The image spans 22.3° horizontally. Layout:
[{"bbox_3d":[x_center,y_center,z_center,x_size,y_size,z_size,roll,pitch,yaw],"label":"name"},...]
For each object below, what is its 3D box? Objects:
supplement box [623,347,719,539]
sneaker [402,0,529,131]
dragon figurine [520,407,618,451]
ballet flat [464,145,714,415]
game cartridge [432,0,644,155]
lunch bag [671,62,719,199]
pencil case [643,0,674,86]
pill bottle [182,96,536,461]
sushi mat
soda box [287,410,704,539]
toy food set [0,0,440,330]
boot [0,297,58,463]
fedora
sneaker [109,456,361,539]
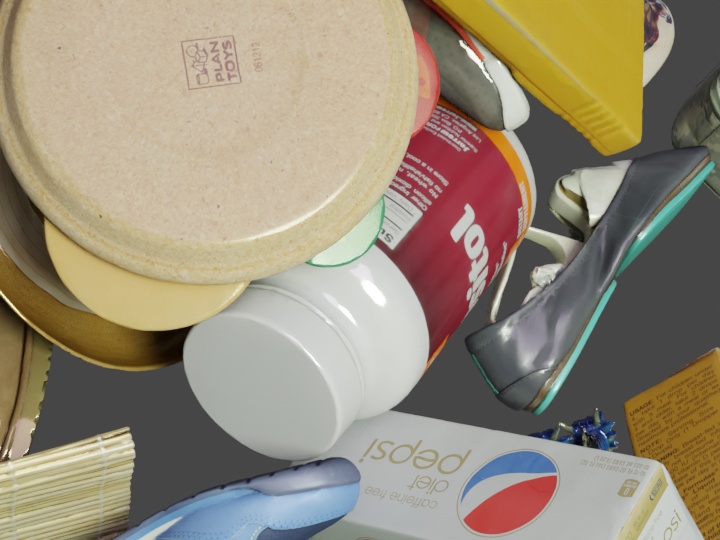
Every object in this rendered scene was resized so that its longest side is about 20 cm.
[{"bbox_3d":[0.186,0.128,0.894,0.067,0.069,0.200,43,21,-27],"label":"supplement box"},{"bbox_3d":[-0.003,-0.129,0.905,0.200,0.077,0.082,44,98,-1],"label":"sneaker"},{"bbox_3d":[0.113,0.137,0.893,0.059,0.200,0.100,-27,102,14],"label":"dragon figurine"},{"bbox_3d":[0.121,-0.013,0.996,0.073,0.073,0.200,38,65,2],"label":"ballet flat"},{"bbox_3d":[0.077,-0.177,0.896,0.200,0.032,0.177,37,47,-41],"label":"game cartridge"},{"bbox_3d":[0.302,-0.082,1.021,0.200,0.168,0.139,45,63,5],"label":"lunch bag"},{"bbox_3d":[0.093,-0.169,1.001,0.200,0.078,0.090,36,71,-38],"label":"pencil case"},{"bbox_3d":[0.000,0.000,0.902,0.113,0.113,0.200,38,47,2],"label":"pill bottle"},{"bbox_3d":[-0.199,0.127,0.825,0.199,0.096,0.012,-15,54,-19],"label":"sushi mat"},{"bbox_3d":[0.055,0.117,0.851,0.068,0.199,0.064,-54,130,-28],"label":"soda box"},{"bbox_3d":[-0.066,-0.085,0.818,0.197,0.049,0.201,-24,81,-11],"label":"toy food set"},{"bbox_3d":[-0.248,0.023,0.877,0.199,0.066,0.176,12,53,-12],"label":"boot"},{"bbox_3d":[-0.110,-0.050,0.893,0.200,0.082,0.202,29,46,-34],"label":"fedora"},{"bbox_3d":[-0.080,0.152,0.841,0.199,0.074,0.083,-30,80,6],"label":"sneaker"}]
